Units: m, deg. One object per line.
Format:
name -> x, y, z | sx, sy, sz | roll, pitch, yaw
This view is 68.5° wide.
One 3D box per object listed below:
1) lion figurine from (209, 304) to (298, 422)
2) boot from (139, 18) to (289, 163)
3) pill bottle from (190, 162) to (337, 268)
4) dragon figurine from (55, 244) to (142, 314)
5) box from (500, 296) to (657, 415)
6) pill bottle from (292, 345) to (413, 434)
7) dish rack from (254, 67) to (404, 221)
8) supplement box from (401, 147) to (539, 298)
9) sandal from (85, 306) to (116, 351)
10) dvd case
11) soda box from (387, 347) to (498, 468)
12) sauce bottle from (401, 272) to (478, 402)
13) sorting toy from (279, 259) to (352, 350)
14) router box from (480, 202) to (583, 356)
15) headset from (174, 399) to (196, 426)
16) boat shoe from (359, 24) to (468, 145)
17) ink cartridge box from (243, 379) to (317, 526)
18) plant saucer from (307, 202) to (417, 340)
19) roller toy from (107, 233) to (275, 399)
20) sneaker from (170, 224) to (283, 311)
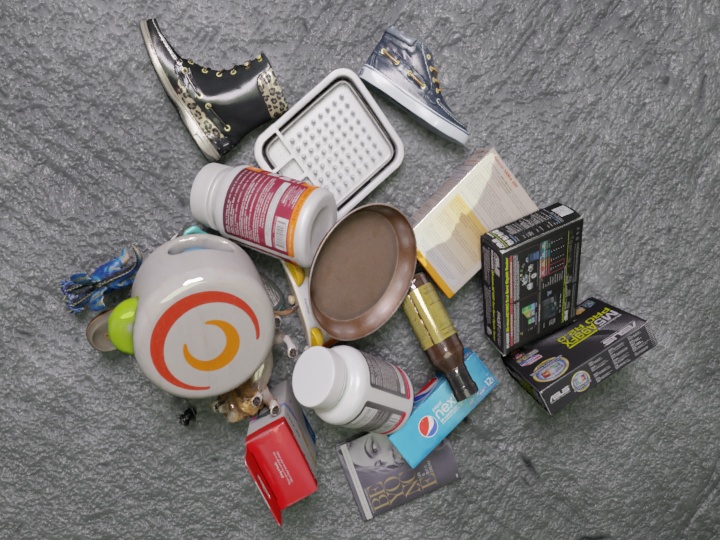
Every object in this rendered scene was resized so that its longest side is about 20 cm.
lion figurine -> -0.154, 0.138, 0.798 | 0.071, 0.121, 0.207 | 25, 84, -34
boot -> -0.207, -0.283, 0.764 | 0.150, 0.073, 0.209 | -29, 106, -5
pill bottle -> -0.138, -0.084, 0.753 | 0.193, 0.109, 0.114 | 19, 99, 19
dragon figurine -> -0.371, 0.019, 0.759 | 0.099, 0.196, 0.060 | -40, 110, -36
box -> 0.345, 0.130, 0.860 | 0.196, 0.160, 0.045 | -33, 102, 0
pill bottle -> -0.010, 0.179, 0.801 | 0.198, 0.110, 0.113 | 31, 96, -48
dish rack -> -0.047, -0.182, 0.815 | 0.198, 0.044, 0.173 | -39, 101, 1
supplement box -> 0.167, -0.077, 0.844 | 0.199, 0.074, 0.127 | -43, 103, 3
sandal -> -0.307, 0.066, 0.765 | 0.194, 0.055, 0.083 | -27, 129, -3
dvd case -> 0.069, 0.337, 0.933 | 0.193, 0.016, 0.154 | -21, 102, -3
soda box -> 0.132, 0.226, 0.885 | 0.199, 0.064, 0.068 | -43, 94, -5
sauce bottle -> 0.123, 0.107, 0.842 | 0.063, 0.065, 0.206 | -25, 80, -1
sorting toy -> -0.031, 0.018, 0.838 | 0.175, 0.106, 0.208 | -23, 103, -23
router box -> 0.268, 0.016, 0.835 | 0.145, 0.062, 0.206 | -21, 125, -13
headset -> -0.258, 0.139, 0.840 | 0.118, 0.094, 0.209 | 10, 84, -2
boat shoe -> 0.099, -0.279, 0.801 | 0.196, 0.071, 0.093 | 32, 99, -9
ink cartridge box -> -0.117, 0.267, 0.802 | 0.065, 0.200, 0.120 | -26, 103, -1
plant saucer -> 0.000, 0.000, 0.760 | 0.195, 0.034, 0.208 | -20, 123, -33
roller toy -> -0.208, 0.057, 0.702 | 0.182, 0.140, 0.201 | -41, 126, 0
sneaker -> -0.198, 0.003, 0.793 | 0.196, 0.091, 0.080 | 31, 63, -13
